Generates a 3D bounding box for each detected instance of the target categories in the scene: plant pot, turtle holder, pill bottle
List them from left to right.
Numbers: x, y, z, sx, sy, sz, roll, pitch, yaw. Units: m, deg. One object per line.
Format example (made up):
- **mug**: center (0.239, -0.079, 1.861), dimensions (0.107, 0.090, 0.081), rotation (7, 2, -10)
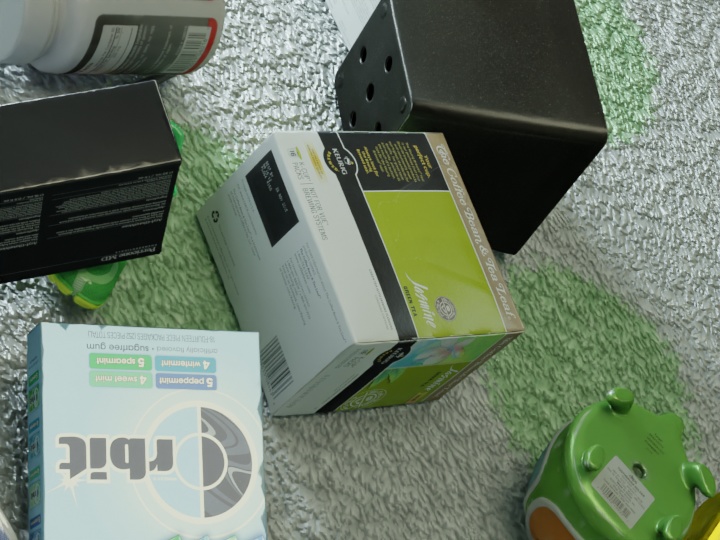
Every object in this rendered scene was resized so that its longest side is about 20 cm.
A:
- **pill bottle**: center (-0.222, -0.221, 1.733), dimensions (0.199, 0.114, 0.114), rotation (-4, 62, -42)
- **plant pot**: center (0.088, -0.154, 1.897), dimensions (0.176, 0.200, 0.200), rotation (5, 56, -25)
- **turtle holder**: center (0.211, 0.179, 1.785), dimensions (0.140, 0.132, 0.186), rotation (28, 45, -20)

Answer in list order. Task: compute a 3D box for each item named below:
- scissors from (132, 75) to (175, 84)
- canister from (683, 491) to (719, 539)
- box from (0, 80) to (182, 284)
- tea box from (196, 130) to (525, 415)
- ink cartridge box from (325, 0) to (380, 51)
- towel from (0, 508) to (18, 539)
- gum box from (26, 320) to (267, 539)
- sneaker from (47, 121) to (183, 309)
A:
- **scissors**: center (-0.210, -0.150, 1.758), dimensions (0.073, 0.014, 0.200), rotation (9, 27, 11)
- **canister**: center (0.358, 0.308, 1.829), dimensions (0.200, 0.087, 0.149), rotation (43, 62, -3)
- **box**: center (-0.243, -0.058, 1.524), dimensions (0.199, 0.141, 0.079), rotation (-11, 62, -19)
- **tea box**: center (0.000, 0.000, 1.739), dimensions (0.196, 0.134, 0.201), rotation (-2, 62, -40)
- **ink cartridge box**: center (0.026, -0.313, 1.946), dimensions (0.057, 0.200, 0.163), rotation (-8, 65, -40)
- **towel**: center (-0.334, 0.174, 1.410), dimensions (0.200, 0.024, 0.147), rotation (-21, 74, -46)
- **gum box**: center (-0.155, 0.142, 1.504), dimensions (0.169, 0.045, 0.201), rotation (3, 73, -23)
- **sneaker**: center (-0.196, -0.054, 1.652), dimensions (0.074, 0.084, 0.201), rotation (35, 44, -15)
